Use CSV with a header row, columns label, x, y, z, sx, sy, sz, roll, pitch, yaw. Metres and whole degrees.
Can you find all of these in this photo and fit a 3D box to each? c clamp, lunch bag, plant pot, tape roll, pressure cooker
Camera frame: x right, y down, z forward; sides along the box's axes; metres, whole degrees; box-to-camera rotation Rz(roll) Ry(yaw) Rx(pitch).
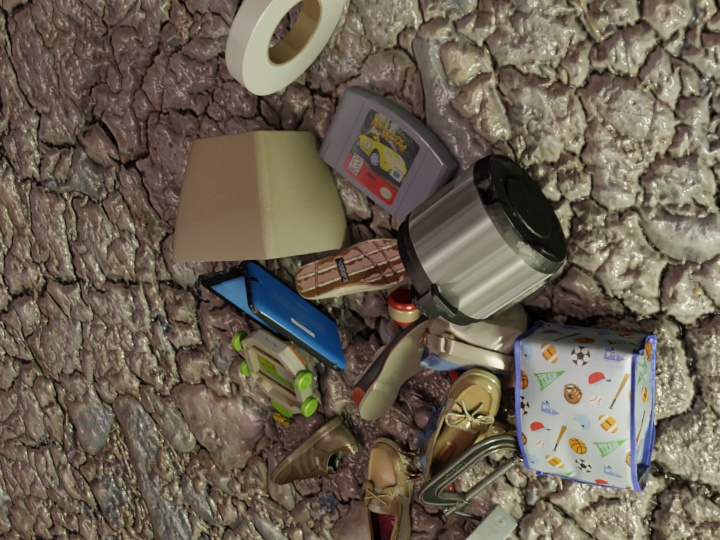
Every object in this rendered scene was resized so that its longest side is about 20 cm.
label,x,y,z,sx,sy,sz,roll,pitch,yaw
c clamp,0.167,0.289,1.376,0.200,0.169,0.027,-49,44,32
lunch bag,0.294,0.180,1.277,0.168,0.123,0.203,4,103,32
plant pot,-0.149,-0.112,1.444,0.198,0.199,0.180,0,96,35
tape roll,-0.098,-0.329,1.308,0.037,0.202,0.204,39,126,16
pressure cooker,0.143,-0.030,1.260,0.199,0.175,0.180,-36,66,29

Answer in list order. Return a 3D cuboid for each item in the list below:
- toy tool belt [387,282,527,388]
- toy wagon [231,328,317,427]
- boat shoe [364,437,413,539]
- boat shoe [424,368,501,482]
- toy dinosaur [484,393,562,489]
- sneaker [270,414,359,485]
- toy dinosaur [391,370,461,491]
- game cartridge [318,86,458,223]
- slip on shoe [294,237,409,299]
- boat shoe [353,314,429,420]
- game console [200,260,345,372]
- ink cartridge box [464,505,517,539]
label,x,y,z,sx,sy,sz,roll,pitch,yaw
toy tool belt,0.131,0.101,1.356,0.197,0.125,0.124,9,122,11
toy wagon,-0.136,0.181,1.609,0.154,0.040,0.202,29,146,30
boat shoe,0.041,0.368,1.563,0.073,0.066,0.203,4,110,34
boat shoe,0.140,0.220,1.345,0.072,0.063,0.202,21,127,5
toy dinosaur,0.214,0.231,1.403,0.198,0.058,0.102,22,126,4
sneaker,-0.079,0.321,1.628,0.076,0.070,0.200,49,129,8
toy dinosaur,0.122,0.230,1.472,0.199,0.106,0.182,31,119,-19
game cartridge,0.037,-0.165,1.381,0.199,0.041,0.134,39,122,17
slip on shoe,0.000,0.000,1.459,0.198,0.060,0.077,-17,85,20
boat shoe,0.052,0.136,1.468,0.201,0.070,0.063,-56,31,25
game console,-0.136,0.082,1.492,0.118,0.172,0.199,-40,125,18
ink cartridge box,0.137,0.452,1.442,0.047,0.199,0.161,41,126,15
